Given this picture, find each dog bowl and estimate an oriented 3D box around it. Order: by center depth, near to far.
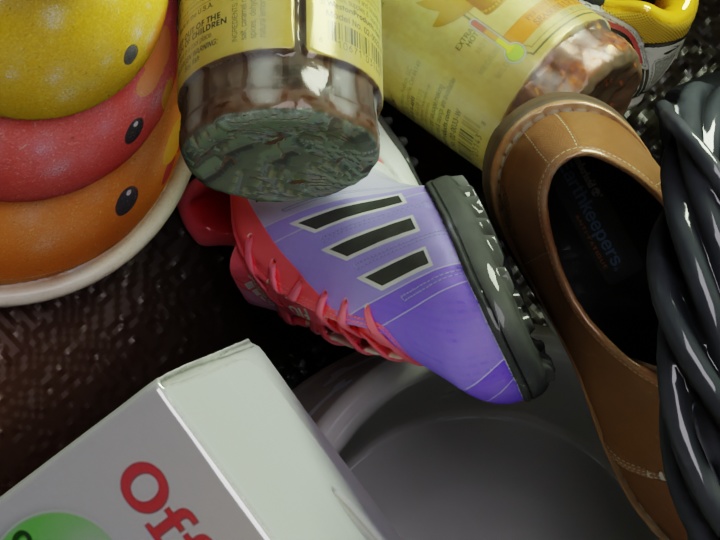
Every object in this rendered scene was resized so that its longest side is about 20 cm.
[{"bbox_3d":[0.048,0.109,0.932,0.199,0.059,0.201,5,73,-15],"label":"dog bowl"}]

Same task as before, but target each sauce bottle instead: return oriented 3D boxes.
[{"bbox_3d":[-0.024,-0.120,0.895,0.064,0.065,0.201,8,62,-14],"label":"sauce bottle"},{"bbox_3d":[-0.001,-0.101,0.953,0.200,0.066,0.066,36,67,17],"label":"sauce bottle"}]

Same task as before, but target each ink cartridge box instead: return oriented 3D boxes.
[{"bbox_3d":[-0.076,0.139,0.803,0.200,0.146,0.147,-38,87,8],"label":"ink cartridge box"}]

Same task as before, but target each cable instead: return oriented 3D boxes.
[{"bbox_3d":[0.126,0.034,0.813,0.200,0.051,0.164,52,49,-33],"label":"cable"}]

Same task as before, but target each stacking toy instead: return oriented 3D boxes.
[{"bbox_3d":[-0.104,-0.081,0.868,0.145,0.200,0.147,4,73,-13],"label":"stacking toy"}]

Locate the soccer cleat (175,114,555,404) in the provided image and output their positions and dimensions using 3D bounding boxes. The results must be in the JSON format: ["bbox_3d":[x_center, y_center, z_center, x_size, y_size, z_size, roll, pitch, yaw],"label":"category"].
[{"bbox_3d":[0.000,0.000,0.893,0.073,0.200,0.068,-26,117,-7],"label":"soccer cleat"}]

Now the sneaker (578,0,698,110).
[{"bbox_3d":[0.051,-0.146,0.988,0.078,0.082,0.200,-30,85,-43],"label":"sneaker"}]

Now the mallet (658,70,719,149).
[{"bbox_3d":[0.154,0.022,1.004,0.066,0.041,0.201,-7,80,-19],"label":"mallet"}]

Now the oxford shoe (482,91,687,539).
[{"bbox_3d":[0.103,0.040,0.859,0.071,0.071,0.200,-37,102,3],"label":"oxford shoe"}]

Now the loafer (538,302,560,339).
[{"bbox_3d":[0.152,0.013,0.939,0.199,0.063,0.072,16,45,-28],"label":"loafer"}]
